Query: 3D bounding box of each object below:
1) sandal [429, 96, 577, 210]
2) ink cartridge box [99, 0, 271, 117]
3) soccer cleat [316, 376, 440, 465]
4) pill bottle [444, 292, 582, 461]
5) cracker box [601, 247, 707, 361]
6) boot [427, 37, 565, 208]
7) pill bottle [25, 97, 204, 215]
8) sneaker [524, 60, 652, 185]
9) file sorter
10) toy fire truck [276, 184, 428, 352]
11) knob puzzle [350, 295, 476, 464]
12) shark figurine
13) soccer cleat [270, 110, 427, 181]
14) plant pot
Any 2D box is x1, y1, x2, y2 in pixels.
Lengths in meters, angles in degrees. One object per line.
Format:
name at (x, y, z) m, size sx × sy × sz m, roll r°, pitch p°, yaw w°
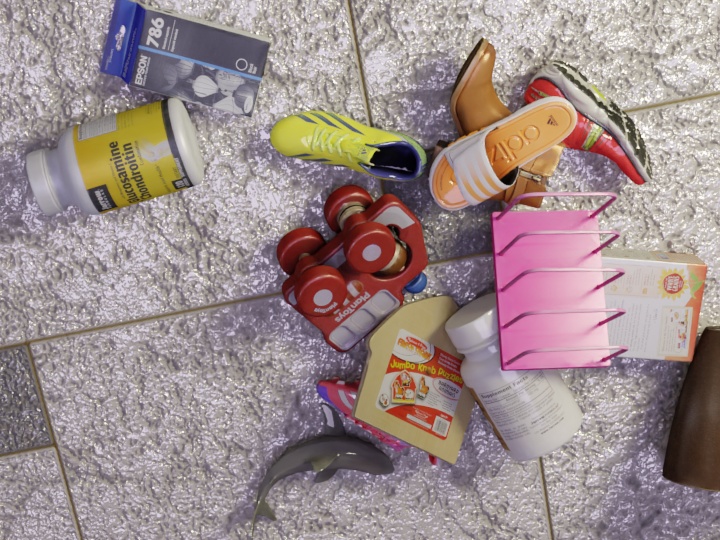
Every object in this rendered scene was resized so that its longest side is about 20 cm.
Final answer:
sandal at (0.167, -0.139, 1.593) m, size 0.206 × 0.059 × 0.079 m, roll -34°, pitch 108°, yaw 22°
ink cartridge box at (-0.216, -0.261, 1.622) m, size 0.199 × 0.039 × 0.100 m, roll 13°, pitch 107°, yaw -7°
soccer cleat at (0.031, 0.199, 1.761) m, size 0.199 × 0.067 × 0.077 m, roll 19°, pitch 90°, yaw -14°
pill bottle at (0.195, 0.136, 1.716) m, size 0.114 × 0.114 × 0.201 m, roll -30°, pitch 102°, yaw 6°
cracker box at (0.344, 0.042, 1.737) m, size 0.198 × 0.058 × 0.135 m, roll 4°, pitch 105°, yaw -5°
boot at (0.180, -0.176, 1.638) m, size 0.154 × 0.077 × 0.201 m, roll 17°, pitch 111°, yaw 3°
pill bottle at (-0.300, -0.133, 1.618) m, size 0.199 × 0.112 × 0.113 m, roll -17°, pitch 107°, yaw 2°
sneaker at (0.288, -0.177, 1.670) m, size 0.200 × 0.077 × 0.085 m, roll 43°, pitch 119°, yaw -10°
file sorter at (0.246, 0.012, 1.613) m, size 0.138 × 0.125 × 0.202 m, roll -1°, pitch 78°, yaw -8°
toy fire truck at (0.000, 0.000, 1.690) m, size 0.200 × 0.112 × 0.168 m, roll -41°, pitch 129°, yaw 9°
knob puzzle at (0.080, 0.127, 1.726) m, size 0.218 × 0.030 × 0.221 m, roll 2°, pitch 86°, yaw -34°
shark figurine at (-0.073, 0.269, 1.769) m, size 0.213 × 0.090 × 0.129 m, roll -26°, pitch 105°, yaw 3°
soccer cleat at (-0.013, -0.154, 1.642) m, size 0.199 × 0.084 × 0.065 m, roll 11°, pitch 107°, yaw -6°
plant pot at (0.495, 0.177, 1.739) m, size 0.185 × 0.187 × 0.202 m, roll 1°, pitch 92°, yaw -4°
